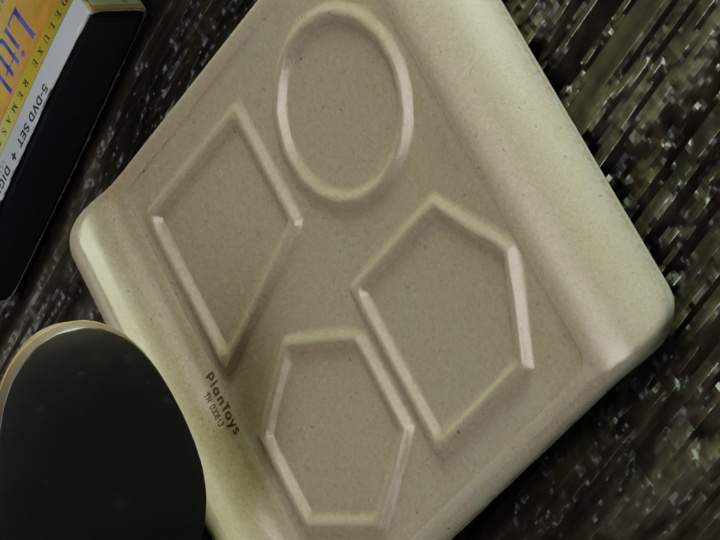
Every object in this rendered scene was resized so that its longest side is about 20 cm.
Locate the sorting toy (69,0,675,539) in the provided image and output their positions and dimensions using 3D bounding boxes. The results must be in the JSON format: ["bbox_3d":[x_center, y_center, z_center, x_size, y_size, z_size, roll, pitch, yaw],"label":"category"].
[{"bbox_3d":[0.000,0.000,0.939,0.200,0.036,0.185,-45,63,36],"label":"sorting toy"}]

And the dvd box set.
[{"bbox_3d":[-0.168,-0.105,1.104,0.200,0.029,0.146,52,129,30],"label":"dvd box set"}]

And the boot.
[{"bbox_3d":[-0.091,0.090,0.979,0.075,0.074,0.200,-124,19,-51],"label":"boot"}]
